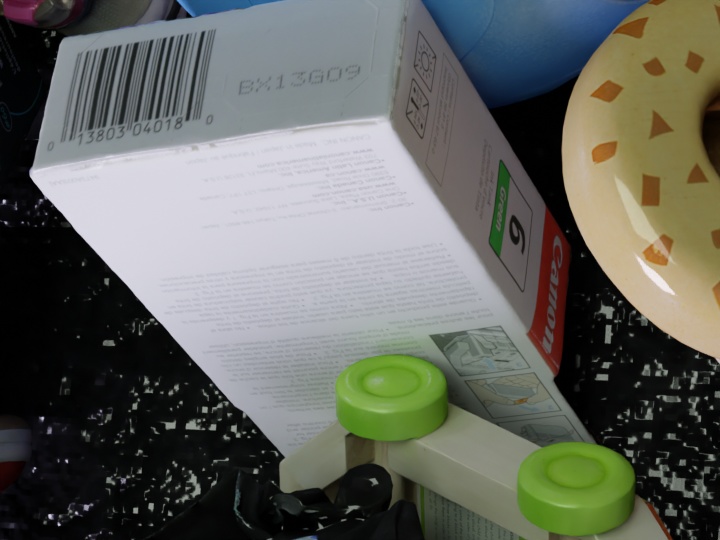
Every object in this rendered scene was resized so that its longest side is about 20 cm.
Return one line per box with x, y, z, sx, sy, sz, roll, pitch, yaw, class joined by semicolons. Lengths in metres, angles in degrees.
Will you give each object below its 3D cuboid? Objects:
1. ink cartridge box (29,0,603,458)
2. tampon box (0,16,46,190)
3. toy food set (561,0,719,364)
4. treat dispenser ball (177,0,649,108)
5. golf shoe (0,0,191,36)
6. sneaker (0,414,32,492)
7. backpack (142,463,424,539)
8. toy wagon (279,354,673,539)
0.000;0.000;0.763;0.108;0.200;0.051;-7;56;23;ink cartridge box
-0.202;-0.057;0.811;0.126;0.200;0.150;-14;118;15;tampon box
0.161;-0.034;0.650;0.200;0.049;0.198;33;66;7;toy food set
0.020;-0.147;0.761;0.200;0.201;0.202;-4;80;24;treat dispenser ball
-0.070;-0.174;0.869;0.072;0.092;0.201;17;93;35;golf shoe
-0.197;0.109;0.892;0.199;0.071;0.113;-10;78;25;sneaker
-0.063;0.157;0.696;0.199;0.127;0.168;-14;104;0;backpack
0.054;0.116;0.740;0.199;0.039;0.156;24;128;38;toy wagon
